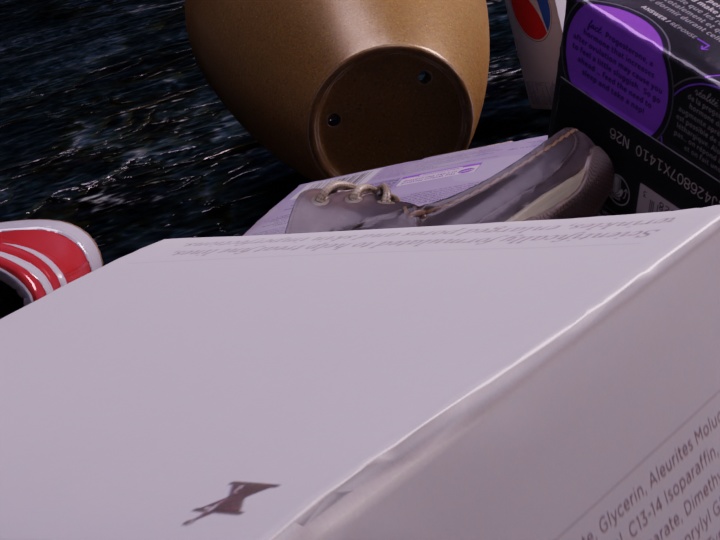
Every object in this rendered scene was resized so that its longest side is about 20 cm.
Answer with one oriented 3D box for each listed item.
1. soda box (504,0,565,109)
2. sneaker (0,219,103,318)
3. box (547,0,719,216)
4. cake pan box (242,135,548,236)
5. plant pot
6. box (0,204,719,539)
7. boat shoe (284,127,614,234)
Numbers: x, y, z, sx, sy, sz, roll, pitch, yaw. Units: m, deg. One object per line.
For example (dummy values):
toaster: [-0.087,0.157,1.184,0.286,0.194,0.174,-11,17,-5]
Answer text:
soda box: [0.124,-0.202,1.259,0.068,0.201,0.064,-21,15,-23]
sneaker: [-0.242,0.018,1.060,0.199,0.071,0.112,-10,12,11]
box: [0.184,-0.068,0.804,0.200,0.106,0.122,-23,45,-30]
cake pan box: [0.031,-0.010,0.935,0.199,0.052,0.184,-10,13,18]
plant pot: [-0.001,-0.123,1.185,0.186,0.187,0.200,-15,27,-2]
box: [-0.025,0.079,0.486,0.198,0.131,0.200,-2,19,40]
boat shoe: [0.000,0.000,0.754,0.200,0.073,0.075,-33,-15,-5]
